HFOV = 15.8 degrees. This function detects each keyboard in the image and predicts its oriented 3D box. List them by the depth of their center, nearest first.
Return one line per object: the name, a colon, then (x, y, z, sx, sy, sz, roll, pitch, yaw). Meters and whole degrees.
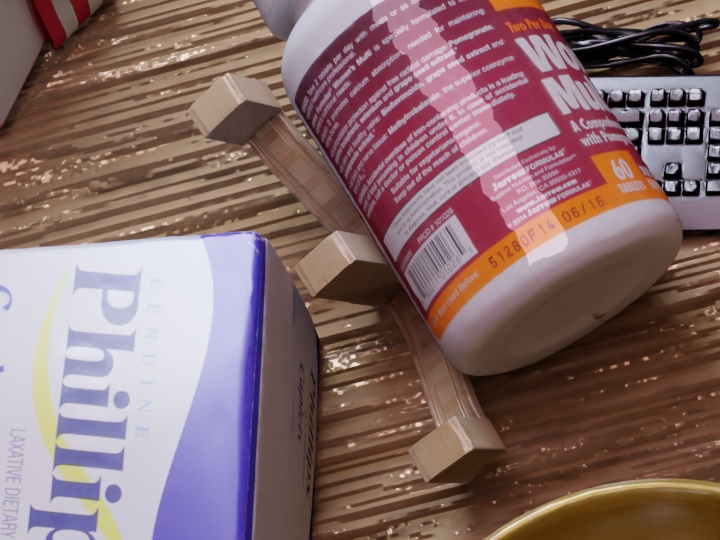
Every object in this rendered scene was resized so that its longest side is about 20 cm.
keyboard: (0.085, -0.068, 1.106, 0.199, 0.040, 0.104, 0, 61, 13)

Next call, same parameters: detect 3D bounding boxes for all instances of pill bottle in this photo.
pill bottle: (0.036, -0.066, 1.051, 0.109, 0.110, 0.200, -29, 72, -4)

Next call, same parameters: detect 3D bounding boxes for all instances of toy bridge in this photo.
toy bridge: (0.000, 0.000, 1.066, 0.027, 0.067, 0.200, -41, 68, 20)

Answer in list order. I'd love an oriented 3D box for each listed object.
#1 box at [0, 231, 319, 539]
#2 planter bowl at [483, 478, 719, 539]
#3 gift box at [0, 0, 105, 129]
box: (-0.124, 0.090, 1.027, 0.199, 0.105, 0.184, -5, 60, 11)
planter bowl: (0.109, 0.182, 0.925, 0.200, 0.084, 0.201, -6, 59, 10)
gift box: (-0.213, -0.198, 1.174, 0.186, 0.185, 0.200, 14, 70, 23)
